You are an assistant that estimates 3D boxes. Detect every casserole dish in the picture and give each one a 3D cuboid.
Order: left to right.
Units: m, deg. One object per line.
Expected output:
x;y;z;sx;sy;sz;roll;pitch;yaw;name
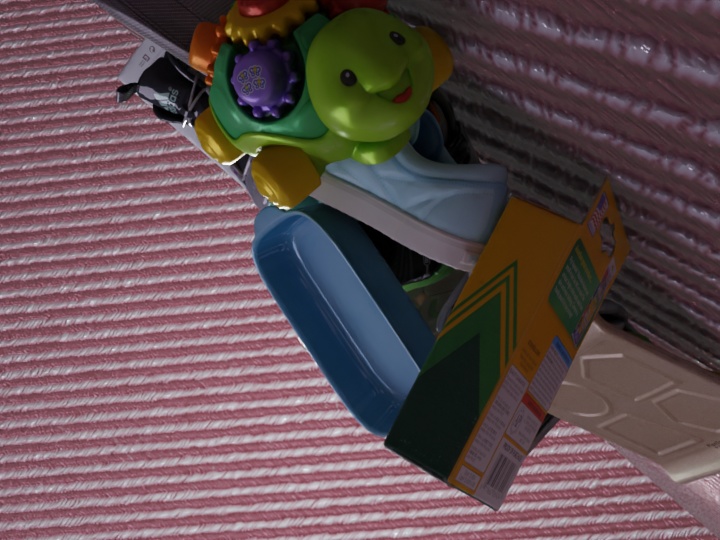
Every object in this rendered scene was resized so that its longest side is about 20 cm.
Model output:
-0.003;0.033;0.734;0.201;0.039;0.121;57;149;-3;casserole dish

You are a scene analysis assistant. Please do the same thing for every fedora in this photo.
-0.104;-0.199;0.731;0.199;0.091;0.177;33;-167;-11;fedora

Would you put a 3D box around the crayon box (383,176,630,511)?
0.099;0.043;0.652;0.051;0.202;0.126;25;172;27;crayon box

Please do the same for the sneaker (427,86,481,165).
0.044;-0.092;0.754;0.079;0.074;0.200;32;173;42;sneaker

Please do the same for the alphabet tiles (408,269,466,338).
0.071;0.022;0.869;0.015;0.198;0.197;57;-149;-31;alphabet tiles

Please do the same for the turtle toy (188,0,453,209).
-0.024;-0.118;0.595;0.200;0.145;0.102;37;163;47;turtle toy

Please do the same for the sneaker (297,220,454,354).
0.000;0.000;0.814;0.083;0.200;0.078;18;-132;-27;sneaker

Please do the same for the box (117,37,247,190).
-0.136;-0.191;1.093;0.200;0.097;0.125;41;-151;-13;box

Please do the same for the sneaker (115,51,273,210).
-0.124;-0.123;0.820;0.138;0.078;0.202;6;-137;-23;sneaker

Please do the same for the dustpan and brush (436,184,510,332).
0.094;0.000;0.767;0.057;0.201;0.141;19;135;19;dustpan and brush

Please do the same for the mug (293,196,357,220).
-0.021;-0.068;0.895;0.150;0.116;0.184;0;170;37;mug

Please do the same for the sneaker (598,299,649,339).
0.159;0.045;0.914;0.197;0.076;0.115;7;-172;-28;sneaker

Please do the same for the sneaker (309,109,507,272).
0.018;-0.073;0.685;0.199;0.083;0.074;29;-168;30;sneaker

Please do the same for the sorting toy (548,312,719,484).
0.226;0.100;0.838;0.198;0.037;0.185;29;154;-4;sorting toy

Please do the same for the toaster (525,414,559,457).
0.133;0.079;1.060;0.181;0.200;0.119;42;-178;-32;toaster
